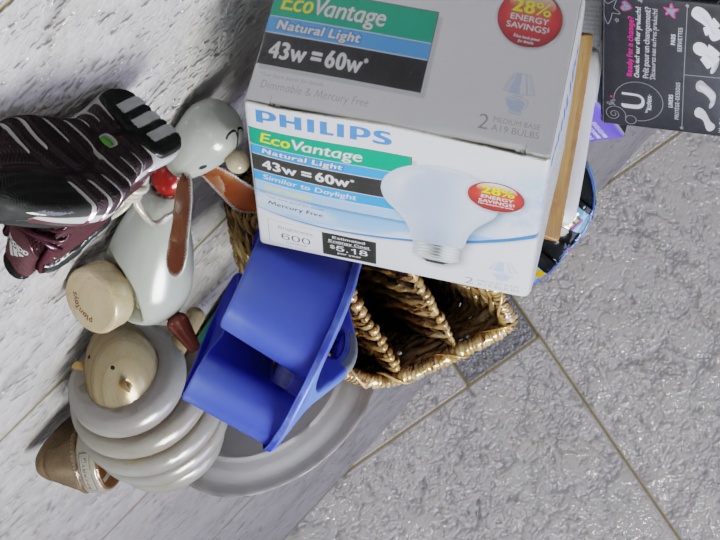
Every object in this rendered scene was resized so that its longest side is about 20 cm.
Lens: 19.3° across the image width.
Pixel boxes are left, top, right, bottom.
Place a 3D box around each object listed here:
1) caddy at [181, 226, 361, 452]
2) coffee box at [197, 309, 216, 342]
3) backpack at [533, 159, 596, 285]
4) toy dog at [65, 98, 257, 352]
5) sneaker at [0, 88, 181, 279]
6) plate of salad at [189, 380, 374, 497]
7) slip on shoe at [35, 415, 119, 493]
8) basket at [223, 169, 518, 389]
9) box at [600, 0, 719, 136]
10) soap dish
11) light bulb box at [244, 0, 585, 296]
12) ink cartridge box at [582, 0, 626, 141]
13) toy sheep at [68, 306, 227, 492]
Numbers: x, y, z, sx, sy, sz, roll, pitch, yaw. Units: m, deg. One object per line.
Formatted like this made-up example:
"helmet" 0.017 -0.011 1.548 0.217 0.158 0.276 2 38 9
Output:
"caddy" -0.050 0.041 1.520 0.142 0.104 0.200 -61 -174 27
"coffee box" -0.126 0.078 1.976 0.200 0.044 0.123 -53 170 31
"backpack" 0.130 -0.089 1.976 0.183 0.200 0.134 -52 169 20
"toy dog" -0.122 -0.016 1.453 0.132 0.096 0.200 -43 169 -30
"sneaker" -0.181 -0.031 1.209 0.116 0.076 0.200 -49 172 24
"plate of salad" -0.070 0.114 1.778 0.200 0.200 0.048 -45 130 -15
"slip on shoe" -0.206 0.128 1.787 0.060 0.077 0.200 -4 -157 22
"basket" 0.000 0.000 1.647 0.143 0.149 0.201 -42 125 -19
"box" 0.254 -0.218 1.634 0.201 0.114 0.133 -71 162 -44
"soap dish" 0.093 -0.117 1.659 0.081 0.200 0.159 5 97 -35
"light bulb box" 0.035 -0.096 1.382 0.200 0.197 0.126 87 15 -65
"ink cartridge box" 0.196 -0.171 1.752 0.198 0.043 0.202 17 84 -75
"toy sheep" -0.161 0.106 1.665 0.138 0.138 0.200 -45 140 -13
